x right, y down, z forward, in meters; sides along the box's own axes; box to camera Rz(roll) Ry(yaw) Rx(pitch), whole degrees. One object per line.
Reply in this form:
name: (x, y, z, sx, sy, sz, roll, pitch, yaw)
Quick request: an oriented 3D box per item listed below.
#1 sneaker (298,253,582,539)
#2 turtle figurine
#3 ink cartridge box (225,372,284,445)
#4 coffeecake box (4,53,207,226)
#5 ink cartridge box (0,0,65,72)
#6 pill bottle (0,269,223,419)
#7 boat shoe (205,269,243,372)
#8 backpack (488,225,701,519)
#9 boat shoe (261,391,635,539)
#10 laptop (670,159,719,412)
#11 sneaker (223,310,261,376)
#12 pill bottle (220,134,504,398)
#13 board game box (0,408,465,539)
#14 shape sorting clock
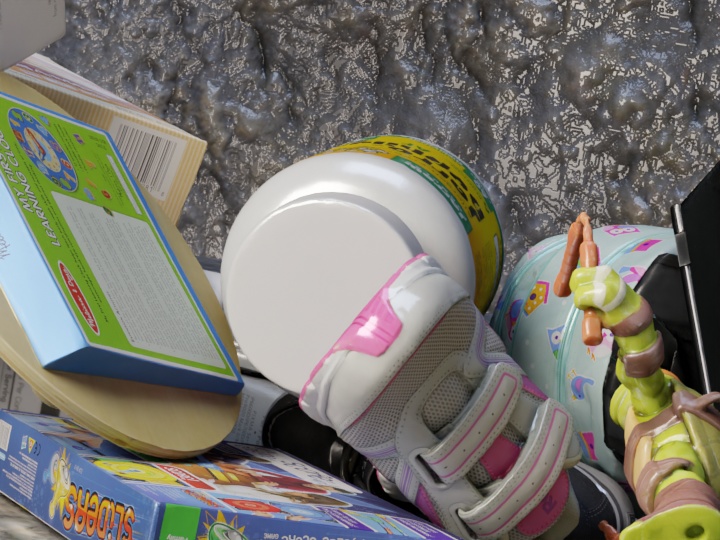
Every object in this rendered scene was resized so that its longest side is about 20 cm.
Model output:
sneaker: (0.044, 0.062, 1.038, 0.088, 0.081, 0.200, 37, -6, 28)
turtle figurine: (0.124, 0.087, 1.007, 0.064, 0.200, 0.161, -11, 29, 3)
ink cartridge box: (0.037, 0.102, 1.332, 0.200, 0.047, 0.160, 21, 8, 42)
coffeecake box: (-0.194, -0.076, 1.309, 0.153, 0.073, 0.200, 17, 6, -34)
ink cartridge box: (-0.232, -0.108, 1.108, 0.116, 0.067, 0.200, 22, 38, 26)
pill bottle: (-0.168, 0.030, 1.185, 0.200, 0.114, 0.114, 10, 3, -6)
boat shoe: (-0.024, 0.028, 1.446, 0.200, 0.065, 0.072, 0, -8, 42)
backpack: (0.156, 0.057, 1.228, 0.200, 0.167, 0.126, 21, -12, -38)
boat shoe: (0.026, 0.095, 1.183, 0.200, 0.070, 0.066, 21, 7, 33)
laptop: (0.204, 0.050, 1.104, 0.200, 0.188, 0.116, -2, -11, -38)
sneaker: (-0.028, 0.020, 1.350, 0.200, 0.080, 0.074, 14, 7, 32)
pill bottle: (0.000, 0.000, 1.164, 0.113, 0.113, 0.200, 11, 8, 8)
board game box: (-0.057, 0.097, 1.049, 0.135, 0.035, 0.200, 10, 3, -25)
shape sorting clock: (-0.122, -0.005, 1.074, 0.200, 0.039, 0.200, 47, 18, -20)
